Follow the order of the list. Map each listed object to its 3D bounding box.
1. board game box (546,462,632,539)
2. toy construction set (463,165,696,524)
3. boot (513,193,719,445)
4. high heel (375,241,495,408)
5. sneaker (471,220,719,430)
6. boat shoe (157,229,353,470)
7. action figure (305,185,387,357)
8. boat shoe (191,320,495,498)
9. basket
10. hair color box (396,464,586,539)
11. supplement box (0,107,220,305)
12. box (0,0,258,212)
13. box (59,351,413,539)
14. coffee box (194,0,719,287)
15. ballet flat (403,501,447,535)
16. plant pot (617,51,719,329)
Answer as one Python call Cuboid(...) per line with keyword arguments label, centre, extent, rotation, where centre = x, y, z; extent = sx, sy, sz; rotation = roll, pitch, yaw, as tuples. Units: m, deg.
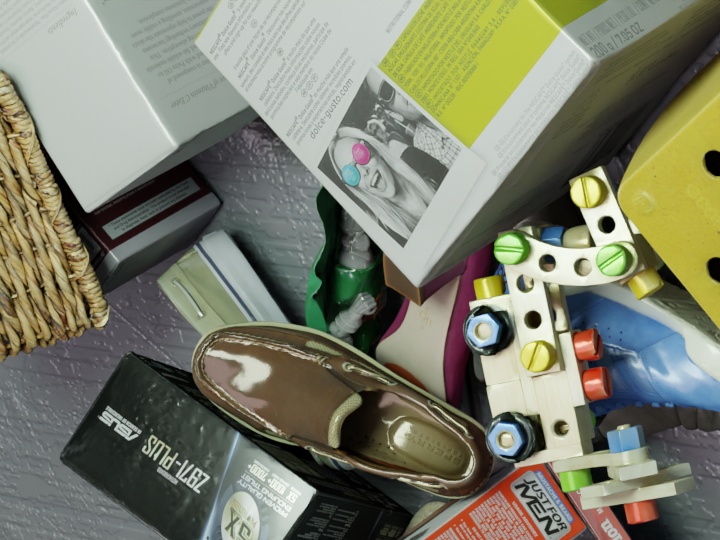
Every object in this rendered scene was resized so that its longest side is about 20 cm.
Cuboid(label="board game box", centre=(0.133, 0.130, 1.697), extent=(0.019, 0.103, 0.200), rotation=(-33, 89, 0))
Cuboid(label="toy construction set", centre=(0.126, 0.046, 1.507), extent=(0.131, 0.092, 0.200), rotation=(-13, 73, 21))
Cuboid(label="boot", centre=(0.167, 0.011, 1.635), extent=(0.130, 0.068, 0.200), rotation=(-10, 108, 32))
Cuboid(label="high heel", centre=(0.062, 0.023, 1.740), extent=(0.067, 0.096, 0.200), rotation=(38, 153, 23))
Cuboid(label="sneaker", centre=(0.156, 0.064, 1.579), extent=(0.200, 0.077, 0.111), rotation=(29, 109, 13))
Cuboid(label="boat shoe", centre=(-0.064, 0.062, 1.808), extent=(0.200, 0.062, 0.072), rotation=(54, 179, 30))
Cuboid(label="action figure", centre=(0.000, 0.000, 1.743), extent=(0.055, 0.118, 0.200), rotation=(22, 134, 18))
Cuboid(label="boat shoe", centre=(-0.011, 0.083, 1.699), extent=(0.202, 0.075, 0.075), rotation=(19, 92, 4))
Cuboid(label="basket", centre=(-0.261, -0.047, 1.789), extent=(0.149, 0.143, 0.200), rotation=(-21, 117, 4))
Cuboid(label="hair color box", centre=(0.035, 0.202, 1.724), extent=(0.064, 0.200, 0.111), rotation=(56, 149, 2))
Cuboid(label="supplement box", centre=(-0.202, -0.085, 1.849), extent=(0.200, 0.109, 0.061), rotation=(50, 136, 9))
Cuboid(label="box", centre=(-0.150, -0.165, 1.731), extent=(0.106, 0.152, 0.200), rotation=(-31, 91, 44))
Cuboid(label="box", centre=(-0.078, 0.143, 1.798), extent=(0.164, 0.200, 0.086), rotation=(34, 93, 20))
Cuboid(label="coffee box", centre=(0.069, -0.154, 1.521), extent=(0.198, 0.200, 0.200), rotation=(47, 134, 11))
Cuboid(label="ballet flat", centre=(0.034, 0.247, 1.858), extent=(0.067, 0.062, 0.200), rotation=(30, 128, 24))
Cuboid(label="plant pot", centre=(0.255, -0.053, 1.435), extent=(0.200, 0.176, 0.200), rotation=(51, 135, 6))
